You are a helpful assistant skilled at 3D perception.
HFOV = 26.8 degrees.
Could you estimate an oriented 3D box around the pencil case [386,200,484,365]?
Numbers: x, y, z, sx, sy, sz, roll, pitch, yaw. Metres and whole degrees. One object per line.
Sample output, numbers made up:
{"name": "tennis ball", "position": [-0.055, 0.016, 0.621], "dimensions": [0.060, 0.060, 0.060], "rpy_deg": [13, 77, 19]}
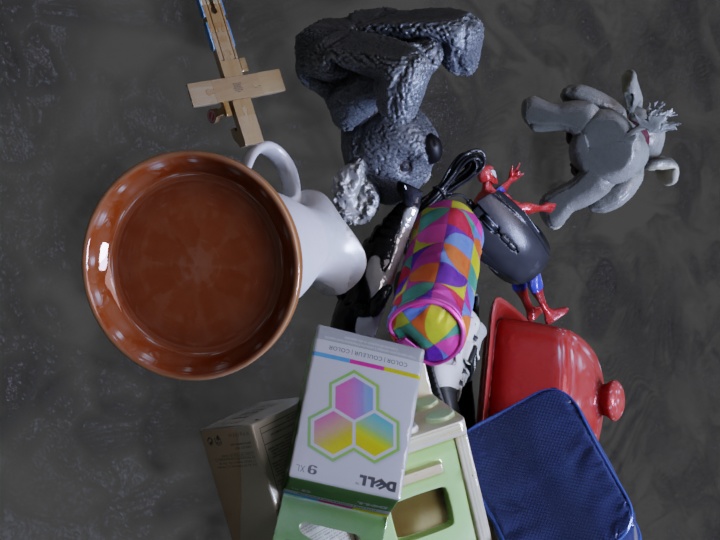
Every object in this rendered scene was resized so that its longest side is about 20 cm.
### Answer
{"name": "pencil case", "position": [0.078, 0.010, 1.541], "dimensions": [0.089, 0.088, 0.200], "rpy_deg": [57, 25, -22]}

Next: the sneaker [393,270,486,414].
{"name": "sneaker", "position": [0.098, 0.087, 1.594], "dimensions": [0.088, 0.074, 0.201], "rpy_deg": [-3, 64, -15]}

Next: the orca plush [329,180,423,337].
{"name": "orca plush", "position": [0.000, 0.000, 1.553], "dimensions": [0.071, 0.105, 0.201], "rpy_deg": [20, 100, -4]}

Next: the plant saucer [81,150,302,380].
{"name": "plant saucer", "position": [-0.147, -0.005, 1.331], "dimensions": [0.032, 0.199, 0.202], "rpy_deg": [-24, 101, -77]}

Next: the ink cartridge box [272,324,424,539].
{"name": "ink cartridge box", "position": [-0.011, 0.160, 1.374], "dimensions": [0.103, 0.059, 0.201], "rpy_deg": [13, 67, -4]}

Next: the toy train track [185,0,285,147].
{"name": "toy train track", "position": [-0.141, -0.216, 1.488], "dimensions": [0.114, 0.032, 0.201], "rpy_deg": [-15, 88, -40]}

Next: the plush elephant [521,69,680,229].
{"name": "plush elephant", "position": [0.314, -0.158, 1.877], "dimensions": [0.155, 0.199, 0.166], "rpy_deg": [-7, 80, -65]}

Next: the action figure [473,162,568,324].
{"name": "action figure", "position": [0.200, -0.048, 1.783], "dimensions": [0.099, 0.065, 0.201], "rpy_deg": [-37, 111, -24]}

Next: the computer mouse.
{"name": "computer mouse", "position": [0.130, -0.026, 1.681], "dimensions": [0.140, 0.046, 0.200], "rpy_deg": [-40, 126, 1]}

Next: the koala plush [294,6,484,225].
{"name": "koala plush", "position": [0.024, -0.159, 1.582], "dimensions": [0.177, 0.183, 0.201], "rpy_deg": [-42, 133, -48]}

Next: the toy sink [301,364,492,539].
{"name": "toy sink", "position": [0.036, 0.191, 1.478], "dimensions": [0.130, 0.112, 0.201], "rpy_deg": [-16, 103, -14]}

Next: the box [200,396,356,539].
{"name": "box", "position": [-0.070, 0.229, 1.433], "dimensions": [0.095, 0.077, 0.201], "rpy_deg": [-19, 96, -47]}

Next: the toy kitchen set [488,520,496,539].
{"name": "toy kitchen set", "position": [0.139, 0.327, 1.576], "dimensions": [0.180, 0.163, 0.201], "rpy_deg": [24, 65, -41]}

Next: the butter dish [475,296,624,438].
{"name": "butter dish", "position": [0.222, 0.145, 1.691], "dimensions": [0.200, 0.147, 0.201], "rpy_deg": [39, 53, -58]}

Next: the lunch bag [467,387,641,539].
{"name": "lunch bag", "position": [0.189, 0.223, 1.532], "dimensions": [0.201, 0.135, 0.132], "rpy_deg": [65, 3, 26]}

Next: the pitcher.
{"name": "pitcher", "position": [-0.098, -0.042, 1.446], "dimensions": [0.200, 0.121, 0.172], "rpy_deg": [-14, 73, -58]}

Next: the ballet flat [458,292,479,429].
{"name": "ballet flat", "position": [0.104, 0.119, 1.658], "dimensions": [0.066, 0.057, 0.201], "rpy_deg": [3, 81, -47]}
